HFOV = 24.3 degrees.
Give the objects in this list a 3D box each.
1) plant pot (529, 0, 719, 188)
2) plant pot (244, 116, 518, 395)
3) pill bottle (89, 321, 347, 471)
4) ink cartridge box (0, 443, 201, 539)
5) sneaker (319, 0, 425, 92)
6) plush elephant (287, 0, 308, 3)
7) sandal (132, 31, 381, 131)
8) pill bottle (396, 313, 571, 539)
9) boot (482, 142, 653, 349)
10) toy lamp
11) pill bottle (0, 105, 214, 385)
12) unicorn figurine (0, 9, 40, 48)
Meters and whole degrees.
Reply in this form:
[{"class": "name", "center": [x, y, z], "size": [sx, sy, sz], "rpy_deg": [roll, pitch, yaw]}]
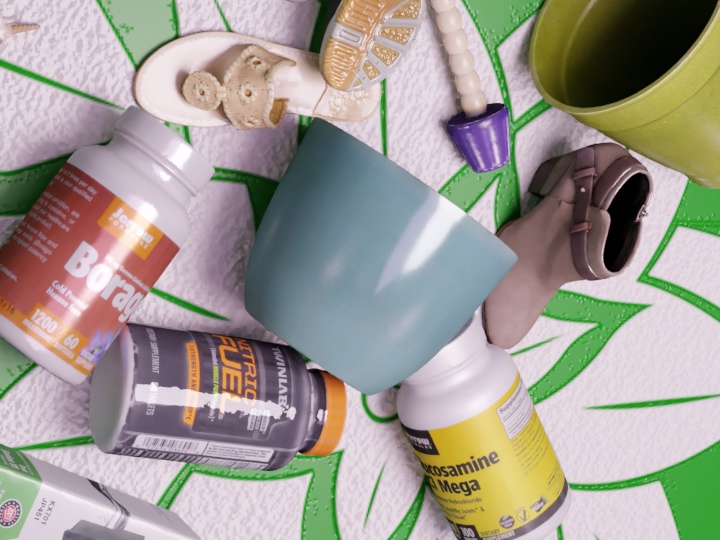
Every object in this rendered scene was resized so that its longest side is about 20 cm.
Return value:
[{"class": "plant pot", "center": [0.281, -0.172, 1.445], "size": [0.192, 0.200, 0.201], "rpy_deg": [36, 84, -36]}, {"class": "plant pot", "center": [0.000, 0.000, 1.339], "size": [0.200, 0.200, 0.162], "rpy_deg": [35, 89, -25]}, {"class": "pill bottle", "center": [-0.112, 0.105, 1.355], "size": [0.198, 0.106, 0.107], "rpy_deg": [9, 96, -26]}, {"class": "ink cartridge box", "center": [-0.245, 0.238, 1.332], "size": [0.199, 0.083, 0.148], "rpy_deg": [25, 90, -26]}, {"class": "sneaker", "center": [0.011, -0.243, 1.357], "size": [0.075, 0.087, 0.202], "rpy_deg": [20, 93, -35]}, {"class": "plush elephant", "center": [-0.078, -0.311, 1.268], "size": [0.153, 0.165, 0.202], "rpy_deg": [6, 99, -16]}, {"class": "sandal", "center": [-0.072, -0.150, 1.345], "size": [0.210, 0.070, 0.079], "rpy_deg": [1, 99, -24]}, {"class": "pill bottle", "center": [0.099, 0.138, 1.450], "size": [0.112, 0.112, 0.201], "rpy_deg": [-31, 110, -16]}, {"class": "boot", "center": [0.179, -0.015, 1.438], "size": [0.070, 0.146, 0.202], "rpy_deg": [14, 94, -27]}, {"class": "toy lamp", "center": [0.083, -0.182, 1.417], "size": [0.058, 0.058, 0.202], "rpy_deg": [-24, 106, -18]}, {"class": "pill bottle", "center": [-0.203, -0.022, 1.286], "size": [0.112, 0.112, 0.201], "rpy_deg": [38, 83, -25]}, {"class": "unicorn figurine", "center": [-0.338, -0.140, 1.224], "size": [0.198, 0.074, 0.139], "rpy_deg": [10, 85, -19]}]
